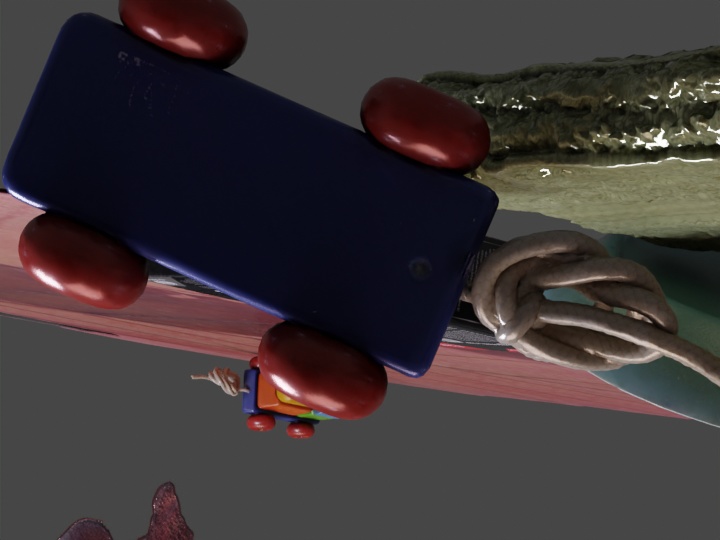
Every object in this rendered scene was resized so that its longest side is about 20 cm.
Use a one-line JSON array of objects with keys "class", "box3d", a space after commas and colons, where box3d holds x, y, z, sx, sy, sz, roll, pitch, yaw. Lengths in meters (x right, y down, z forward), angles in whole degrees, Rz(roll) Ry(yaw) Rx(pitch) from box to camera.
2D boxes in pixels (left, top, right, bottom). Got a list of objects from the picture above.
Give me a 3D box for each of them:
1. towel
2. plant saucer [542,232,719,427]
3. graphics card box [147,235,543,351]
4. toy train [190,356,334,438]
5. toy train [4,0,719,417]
[{"class": "towel", "box3d": [0.112, -0.033, 0.580, 0.147, 0.037, 0.199, 12, 173, -32]}, {"class": "plant saucer", "box3d": [0.159, 0.015, 0.673, 0.198, 0.028, 0.200, 5, -164, -2]}, {"class": "graphics card box", "box3d": [0.000, 0.000, 0.990, 0.198, 0.051, 0.125, 12, 174, -33]}, {"class": "toy train", "box3d": [-0.085, 0.137, 2.290, 0.115, 0.086, 0.199, -9, 163, 39]}, {"class": "toy train", "box3d": [0.010, -0.004, 0.554, 0.198, 0.085, 0.116, 24, -178, 6]}]
